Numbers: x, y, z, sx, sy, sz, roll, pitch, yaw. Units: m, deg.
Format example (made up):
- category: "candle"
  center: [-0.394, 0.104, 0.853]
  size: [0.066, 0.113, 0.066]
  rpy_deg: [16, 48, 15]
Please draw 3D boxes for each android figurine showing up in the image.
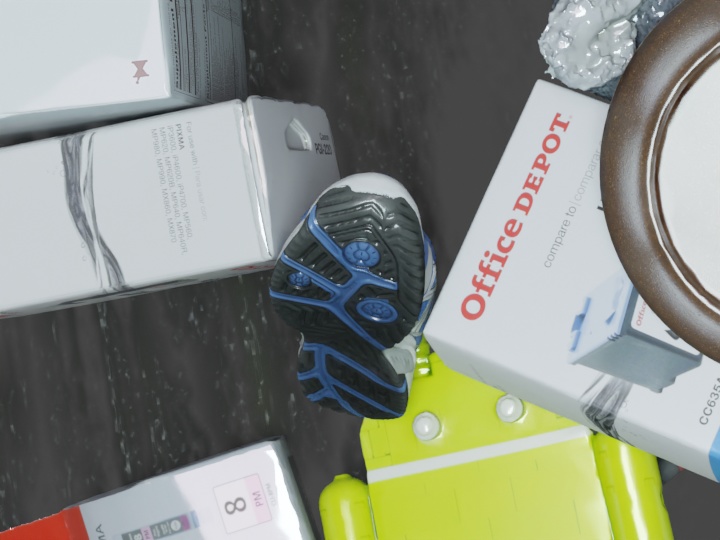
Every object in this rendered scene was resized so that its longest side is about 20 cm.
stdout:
- category: "android figurine"
  center: [0.068, 0.122, 1.226]
  size: [0.182, 0.041, 0.200]
  rpy_deg: [-12, 81, 14]

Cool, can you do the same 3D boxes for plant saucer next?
- category: "plant saucer"
  center: [0.206, -0.042, 1.067]
  size: [0.200, 0.032, 0.200]
  rpy_deg: [2, 100, 14]

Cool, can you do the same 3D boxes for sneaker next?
- category: "sneaker"
  center: [0.000, 0.000, 1.158]
  size: [0.076, 0.200, 0.077]
  rpy_deg: [14, 63, 3]

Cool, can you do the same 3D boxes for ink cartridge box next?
- category: "ink cartridge box"
  center: [0.153, 0.013, 1.163]
  size: [0.200, 0.086, 0.147]
  rpy_deg: [22, 83, 16]
- category: "ink cartridge box"
  center: [-0.121, -0.029, 1.203]
  size: [0.200, 0.146, 0.085]
  rpy_deg: [-12, 88, 16]
- category: "ink cartridge box"
  center: [-0.109, 0.195, 1.263]
  size: [0.200, 0.057, 0.163]
  rpy_deg: [-19, 87, 3]

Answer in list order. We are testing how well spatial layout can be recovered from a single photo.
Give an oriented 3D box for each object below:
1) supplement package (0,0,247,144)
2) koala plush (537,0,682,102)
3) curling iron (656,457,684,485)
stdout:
- category: "supplement package"
  center: [-0.171, -0.142, 1.195]
  size: [0.191, 0.200, 0.147]
  rpy_deg: [-5, 89, 8]
- category: "koala plush"
  center: [0.169, -0.164, 1.165]
  size: [0.184, 0.177, 0.200]
  rpy_deg: [42, 104, 5]
- category: "curling iron"
  center: [0.157, 0.089, 1.237]
  size: [0.200, 0.026, 0.050]
  rpy_deg: [-50, 62, 10]
